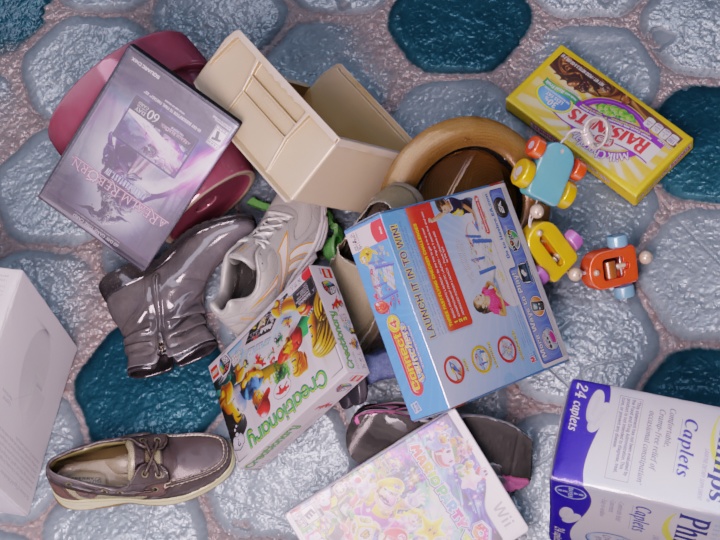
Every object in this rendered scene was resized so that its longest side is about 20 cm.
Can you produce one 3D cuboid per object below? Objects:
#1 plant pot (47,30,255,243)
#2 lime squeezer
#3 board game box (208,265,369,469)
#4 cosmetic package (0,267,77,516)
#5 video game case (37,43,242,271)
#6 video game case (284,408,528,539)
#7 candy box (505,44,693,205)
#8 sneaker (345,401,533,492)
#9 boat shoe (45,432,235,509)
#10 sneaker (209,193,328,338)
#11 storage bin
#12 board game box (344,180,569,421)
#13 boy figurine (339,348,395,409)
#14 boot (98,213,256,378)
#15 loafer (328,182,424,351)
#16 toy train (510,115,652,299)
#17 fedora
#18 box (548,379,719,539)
[{"bbox_3d":[-0.221,-0.138,1.591,0.200,0.200,0.179,-37,81,-11],"label":"plant pot"},{"bbox_3d":[-0.049,-0.029,1.586,0.070,0.038,0.200,-32,66,-12],"label":"lime squeezer"},{"bbox_3d":[-0.078,0.102,1.454,0.034,0.200,0.127,6,52,-41],"label":"board game box"},{"bbox_3d":[-0.402,0.124,1.464,0.122,0.200,0.201,6,64,10],"label":"cosmetic package"},{"bbox_3d":[-0.236,-0.118,1.500,0.143,0.019,0.200,35,107,-2],"label":"video game case"},{"bbox_3d":[0.046,0.248,1.395,0.199,0.018,0.144,-32,90,1],"label":"video game case"},{"bbox_3d":[0.273,-0.169,1.622,0.200,0.026,0.102,40,78,23],"label":"candy box"},{"bbox_3d":[0.083,0.167,1.450,0.199,0.086,0.081,15,102,-7],"label":"sneaker"},{"bbox_3d":[-0.231,0.207,1.475,0.199,0.065,0.074,-13,62,0],"label":"boat shoe"},{"bbox_3d":[-0.100,-0.021,1.532,0.075,0.092,0.201,7,69,33],"label":"sneaker"},{"bbox_3d":[-0.053,-0.160,1.555,0.094,0.200,0.199,-50,64,20],"label":"storage bin"},{"bbox_3d":[0.100,0.026,1.410,0.195,0.056,0.201,-15,84,-44],"label":"board game box"},{"bbox_3d":[0.068,0.093,1.475,0.199,0.124,0.065,-10,82,-25],"label":"boy figurine"},{"bbox_3d":[-0.183,0.032,1.565,0.199,0.070,0.132,-30,66,5],"label":"boot"},{"bbox_3d":[0.000,0.000,1.472,0.075,0.068,0.201,26,101,24],"label":"loafer"},{"bbox_3d":[0.227,-0.058,1.506,0.149,0.056,0.201,-18,102,-22],"label":"toy train"},{"bbox_3d":[0.108,-0.069,1.545,0.199,0.082,0.202,0,92,-9],"label":"fedora"},{"bbox_3d":[0.285,0.204,1.343,0.199,0.184,0.105,10,64,13],"label":"box"}]
